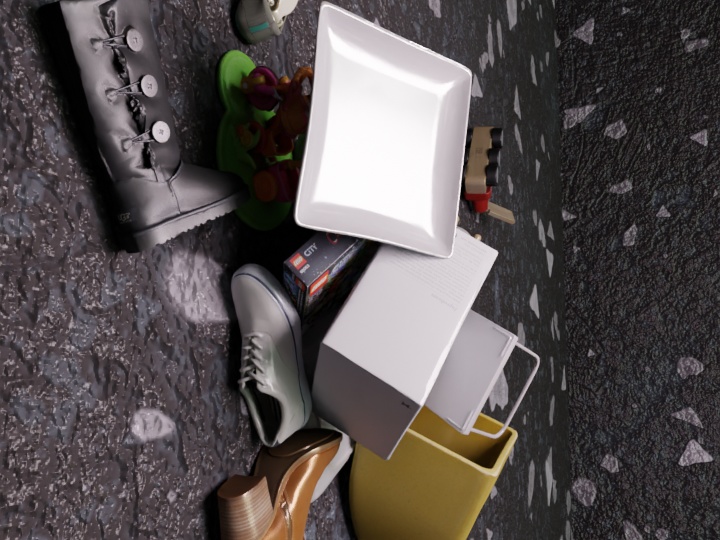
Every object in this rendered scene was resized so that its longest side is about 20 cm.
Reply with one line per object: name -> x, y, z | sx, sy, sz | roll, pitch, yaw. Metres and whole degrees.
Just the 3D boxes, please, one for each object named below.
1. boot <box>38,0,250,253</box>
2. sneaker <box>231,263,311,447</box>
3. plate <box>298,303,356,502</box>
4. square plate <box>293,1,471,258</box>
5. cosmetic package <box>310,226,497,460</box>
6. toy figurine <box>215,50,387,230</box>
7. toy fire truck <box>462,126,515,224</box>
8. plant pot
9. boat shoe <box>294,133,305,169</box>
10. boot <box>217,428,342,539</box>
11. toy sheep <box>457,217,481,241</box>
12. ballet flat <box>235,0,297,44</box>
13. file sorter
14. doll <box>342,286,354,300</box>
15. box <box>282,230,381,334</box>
boot -> -0.181, -0.140, 0.569 | 0.165, 0.064, 0.206 | -43, 120, -59
sneaker -> -0.100, 0.096, 0.679 | 0.071, 0.071, 0.206 | -45, 125, -56
plate -> -0.033, 0.169, 0.849 | 0.199, 0.031, 0.207 | -31, 113, -60
square plate -> 0.025, -0.128, 0.623 | 0.193, 0.028, 0.207 | 10, 85, -35
cosmetic package -> 0.041, 0.075, 0.721 | 0.203, 0.120, 0.201 | -58, 171, -31
toy figurine -> -0.050, -0.155, 0.692 | 0.150, 0.179, 0.207 | -34, 115, -59
toy fire truck -> 0.304, -0.212, 1.494 | 0.202, 0.124, 0.180 | 70, 29, -51
plant pot -> 0.090, 0.304, 0.900 | 0.194, 0.190, 0.206 | -5, 115, -67
boat shoe -> -0.029, -0.089, 0.826 | 0.065, 0.073, 0.207 | -37, 112, -51
boot -> -0.075, 0.278, 0.700 | 0.199, 0.074, 0.161 | -27, 111, -61
toy sheep -> 0.150, -0.025, 1.140 | 0.198, 0.135, 0.142 | 29, 60, -42
ballet flat -> -0.092, -0.349, 0.763 | 0.068, 0.062, 0.205 | 55, 40, -45
file sorter -> 0.131, 0.124, 0.901 | 0.123, 0.198, 0.142 | 29, 92, -49
doll -> 0.000, 0.000, 0.903 | 0.136, 0.048, 0.205 | 40, 45, -34
box -> -0.008, -0.027, 0.722 | 0.199, 0.038, 0.137 | -44, 167, -24
